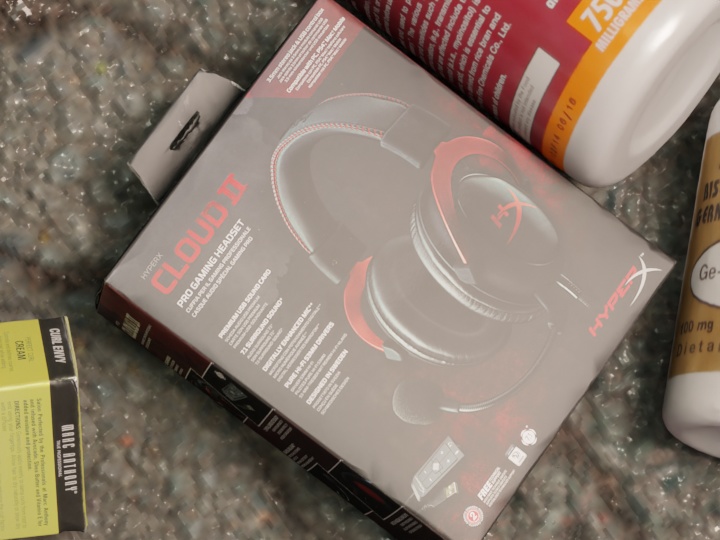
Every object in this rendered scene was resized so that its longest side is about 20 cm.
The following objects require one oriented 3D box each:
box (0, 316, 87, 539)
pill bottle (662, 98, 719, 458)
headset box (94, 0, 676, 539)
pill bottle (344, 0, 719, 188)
[{"bbox_3d":[-0.206,0.069,1.088,0.199,0.050,0.076,-7,121,-9],"label":"box"},{"bbox_3d":[0.191,-0.023,1.144,0.114,0.114,0.201,12,78,-6],"label":"pill bottle"},{"bbox_3d":[0.000,0.000,1.132,0.200,0.075,0.149,38,77,0],"label":"headset box"},{"bbox_3d":[0.051,-0.133,1.135,0.200,0.113,0.113,38,77,14],"label":"pill bottle"}]
